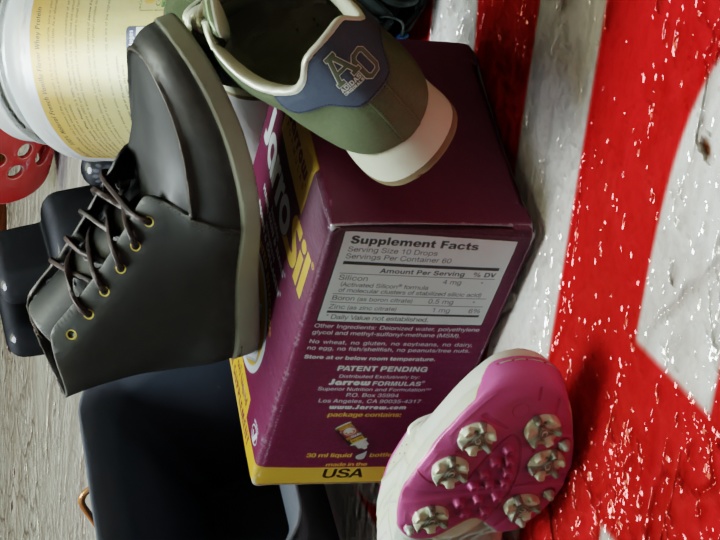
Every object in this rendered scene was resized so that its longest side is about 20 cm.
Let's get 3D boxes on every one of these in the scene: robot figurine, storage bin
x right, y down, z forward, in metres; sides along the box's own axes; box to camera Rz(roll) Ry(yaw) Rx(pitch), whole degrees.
[{"bbox_3d":[-0.143,-0.002,1.208,0.150,0.198,0.126,112,145,-68],"label":"robot figurine"},{"bbox_3d":[-0.083,0.149,1.093,0.135,0.145,0.201,54,-168,-43],"label":"storage bin"}]

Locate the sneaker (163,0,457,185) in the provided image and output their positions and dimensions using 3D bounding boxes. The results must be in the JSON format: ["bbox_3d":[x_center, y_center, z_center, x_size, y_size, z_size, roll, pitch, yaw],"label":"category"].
[{"bbox_3d":[-0.042,-0.113,0.813,0.067,0.090,0.200,-50,46,-3],"label":"sneaker"}]

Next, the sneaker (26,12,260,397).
[{"bbox_3d":[-0.107,-0.019,0.843,0.075,0.106,0.201,53,156,43],"label":"sneaker"}]

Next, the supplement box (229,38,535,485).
[{"bbox_3d":[0.000,0.000,0.917,0.201,0.102,0.132,109,156,-45],"label":"supplement box"}]

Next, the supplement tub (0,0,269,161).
[{"bbox_3d":[-0.122,-0.136,1.095,0.199,0.144,0.146,4,95,29],"label":"supplement tub"}]

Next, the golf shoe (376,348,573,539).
[{"bbox_3d":[0.042,0.092,0.840,0.201,0.075,0.092,110,157,-45],"label":"golf shoe"}]

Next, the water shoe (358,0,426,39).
[{"bbox_3d":[-0.005,-0.130,0.976,0.078,0.071,0.201,10,124,37],"label":"water shoe"}]

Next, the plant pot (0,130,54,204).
[{"bbox_3d":[-0.464,-0.209,2.248,0.183,0.199,0.201,116,149,-42],"label":"plant pot"}]
